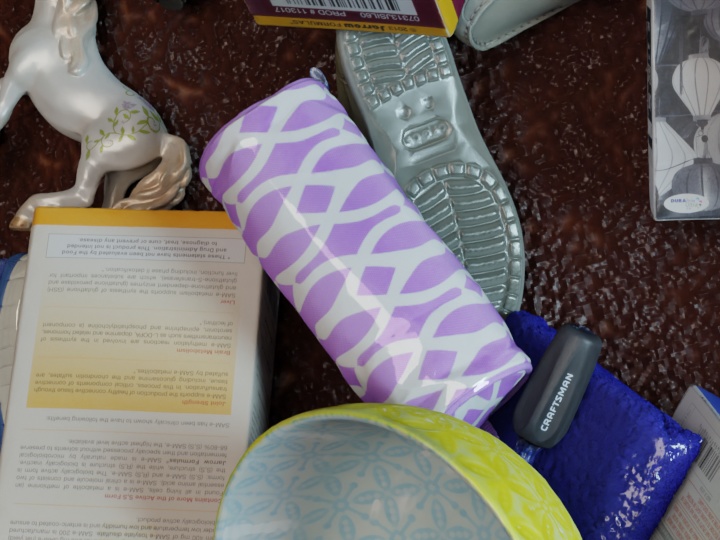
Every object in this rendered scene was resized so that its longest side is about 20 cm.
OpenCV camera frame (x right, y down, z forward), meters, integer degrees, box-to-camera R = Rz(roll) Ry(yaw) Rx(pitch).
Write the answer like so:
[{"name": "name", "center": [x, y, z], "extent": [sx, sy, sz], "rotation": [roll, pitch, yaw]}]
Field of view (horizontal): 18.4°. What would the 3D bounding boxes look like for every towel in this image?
[{"name": "towel", "center": [0.079, 0.135, 1.108], "extent": [0.148, 0.049, 0.200], "rotation": [40, 105, 47]}]

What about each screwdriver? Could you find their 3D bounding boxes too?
[{"name": "screwdriver", "center": [0.063, 0.116, 1.073], "extent": [0.028, 0.029, 0.200], "rotation": [36, 101, 49]}]

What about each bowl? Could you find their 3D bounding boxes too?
[{"name": "bowl", "center": [0.039, 0.146, 1.010], "extent": [0.200, 0.108, 0.201], "rotation": [14, 111, 38]}]

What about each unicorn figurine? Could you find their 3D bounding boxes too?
[{"name": "unicorn figurine", "center": [-0.169, -0.099, 1.234], "extent": [0.200, 0.074, 0.137], "rotation": [41, 101, 1]}]

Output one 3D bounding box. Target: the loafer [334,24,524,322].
[{"name": "loafer", "center": [0.033, -0.049, 1.159], "extent": [0.075, 0.070, 0.201], "rotation": [-13, 93, -9]}]

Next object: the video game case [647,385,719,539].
[{"name": "video game case", "center": [0.154, 0.174, 1.023], "extent": [0.045, 0.200, 0.182], "rotation": [26, 104, -18]}]

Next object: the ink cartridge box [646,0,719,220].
[{"name": "ink cartridge box", "center": [0.188, -0.125, 1.078], "extent": [0.099, 0.039, 0.201], "rotation": [-2, 100, 5]}]

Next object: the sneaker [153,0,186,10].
[{"name": "sneaker", "center": [-0.134, -0.238, 1.235], "extent": [0.093, 0.070, 0.200], "rotation": [-42, 71, -6]}]

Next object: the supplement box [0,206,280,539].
[{"name": "supplement box", "center": [-0.111, 0.072, 1.131], "extent": [0.126, 0.074, 0.201], "rotation": [2, 66, 5]}]

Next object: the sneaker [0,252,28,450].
[{"name": "sneaker", "center": [-0.200, 0.090, 1.233], "extent": [0.089, 0.078, 0.201], "rotation": [3, 88, 38]}]

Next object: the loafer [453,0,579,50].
[{"name": "loafer", "center": [0.132, -0.170, 1.122], "extent": [0.200, 0.070, 0.070], "rotation": [-35, 67, 14]}]

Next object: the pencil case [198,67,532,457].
[{"name": "pencil case", "center": [0.000, 0.000, 1.086], "extent": [0.084, 0.086, 0.200], "rotation": [-30, 72, -16]}]

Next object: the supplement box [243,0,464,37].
[{"name": "supplement box", "center": [0.012, -0.224, 1.119], "extent": [0.110, 0.086, 0.201], "rotation": [6, 61, 21]}]
